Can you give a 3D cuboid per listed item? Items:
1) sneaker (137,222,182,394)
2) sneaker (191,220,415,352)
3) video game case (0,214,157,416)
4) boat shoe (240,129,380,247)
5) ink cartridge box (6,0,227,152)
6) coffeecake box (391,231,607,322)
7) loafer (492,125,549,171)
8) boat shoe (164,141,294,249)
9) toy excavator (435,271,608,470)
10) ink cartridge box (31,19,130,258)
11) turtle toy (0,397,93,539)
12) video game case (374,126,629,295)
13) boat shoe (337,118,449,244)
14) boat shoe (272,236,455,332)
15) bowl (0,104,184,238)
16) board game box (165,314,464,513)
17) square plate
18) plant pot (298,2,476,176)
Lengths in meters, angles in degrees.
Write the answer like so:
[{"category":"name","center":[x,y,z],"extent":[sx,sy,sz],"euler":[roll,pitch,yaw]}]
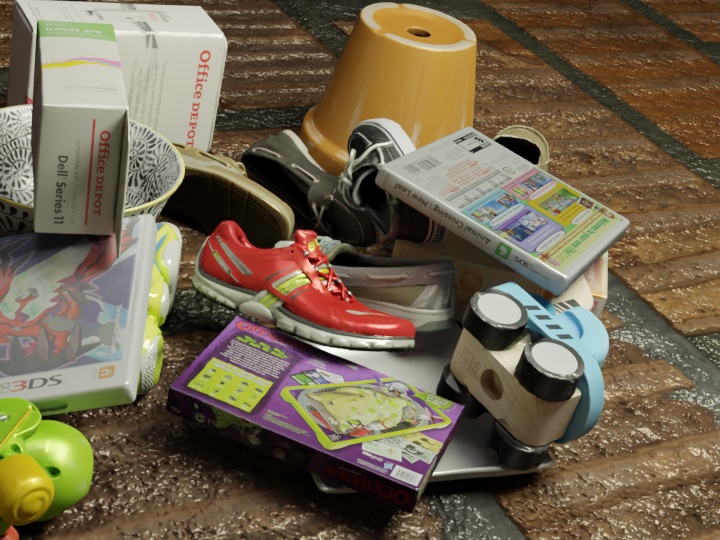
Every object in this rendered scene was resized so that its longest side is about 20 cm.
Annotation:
[{"category":"sneaker","center":[-0.206,0.019,1.020],"extent":[0.105,0.076,0.200],"euler":[9,32,-7]},{"category":"sneaker","center":[-0.044,0.011,1.012],"extent":[0.200,0.085,0.077],"euler":[20,0,15]},{"category":"video game case","center":[-0.252,0.036,0.942],"extent":[0.182,0.023,0.200],"euler":[-9,39,4]},{"category":"boat shoe","center":[-0.053,-0.075,1.248],"extent":[0.057,0.067,0.200],"euler":[-24,44,-22]},{"category":"ink cartridge box","center":[-0.252,-0.193,1.272],"extent":[0.200,0.147,0.083],"euler":[-4,35,-28]},{"category":"coffeecake box","center":[0.134,-0.012,1.202],"extent":[0.200,0.073,0.154],"euler":[15,32,3]},{"category":"loafer","center":[0.179,-0.124,1.405],"extent":[0.076,0.068,0.200],"euler":[17,31,5]},{"category":"boat shoe","center":[-0.144,-0.083,1.209],"extent":[0.200,0.074,0.066],"euler":[25,38,18]},{"category":"toy excavator","center":[0.153,0.051,1.023],"extent":[0.200,0.100,0.194],"euler":[-13,44,-36]},{"category":"ink cartridge box","center":[-0.227,-0.107,0.991],"extent":[0.067,0.117,0.200],"euler":[1,33,-17]},{"category":"turtle toy","center":[-0.258,0.136,0.785],"extent":[0.200,0.101,0.146],"euler":[-16,42,-40]},{"category":"video game case","center":[0.130,-0.058,1.087],"extent":[0.182,0.022,0.200],"euler":[32,27,15]},{"category":"boat shoe","center":[0.015,-0.083,1.150],"extent":[0.068,0.074,0.199],"euler":[-3,36,-21]},{"category":"boat shoe","center":[0.000,0.000,1.112],"extent":[0.202,0.065,0.074],"euler":[18,20,38]},{"category":"bowl","center":[-0.263,-0.064,1.111],"extent":[0.200,0.094,0.201],"euler":[10,32,-6]},{"category":"board game box","center":[-0.032,0.105,0.942],"extent":[0.200,0.032,0.120],"euler":[21,35,12]},{"category":"square plate","center":[0.026,0.109,1.010],"extent":[0.200,0.028,0.198],"euler":[-2,34,-24]},{"category":"plant pot","center":[0.042,-0.177,1.326],"extent":[0.200,0.184,0.200],"euler":[10,32,-6]}]
